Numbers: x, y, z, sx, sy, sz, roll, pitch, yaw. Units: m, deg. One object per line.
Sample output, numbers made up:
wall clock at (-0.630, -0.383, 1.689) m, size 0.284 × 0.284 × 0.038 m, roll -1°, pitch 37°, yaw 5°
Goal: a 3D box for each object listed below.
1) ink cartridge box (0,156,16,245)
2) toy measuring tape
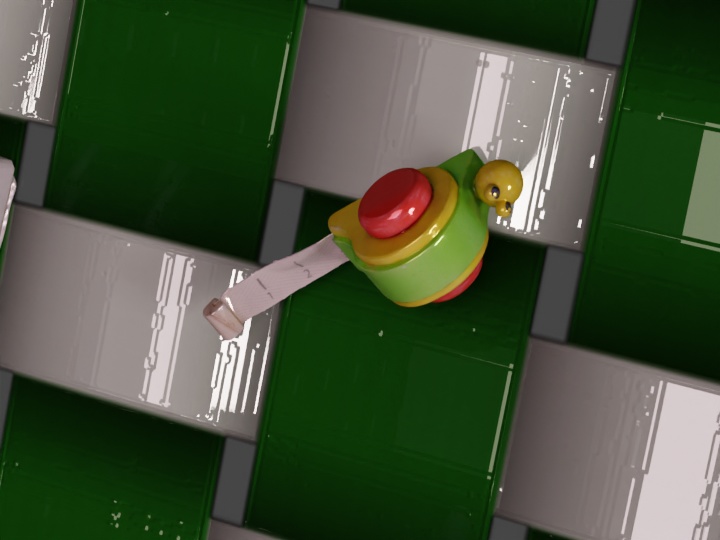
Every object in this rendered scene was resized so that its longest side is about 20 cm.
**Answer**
ink cartridge box at (-0.295, -0.005, 1.204) m, size 0.083 × 0.200 × 0.146 m, roll 20°, pitch 99°, yaw 26°
toy measuring tape at (0.000, 0.000, 1.135) m, size 0.199 × 0.073 × 0.074 m, roll -29°, pitch 80°, yaw 20°
